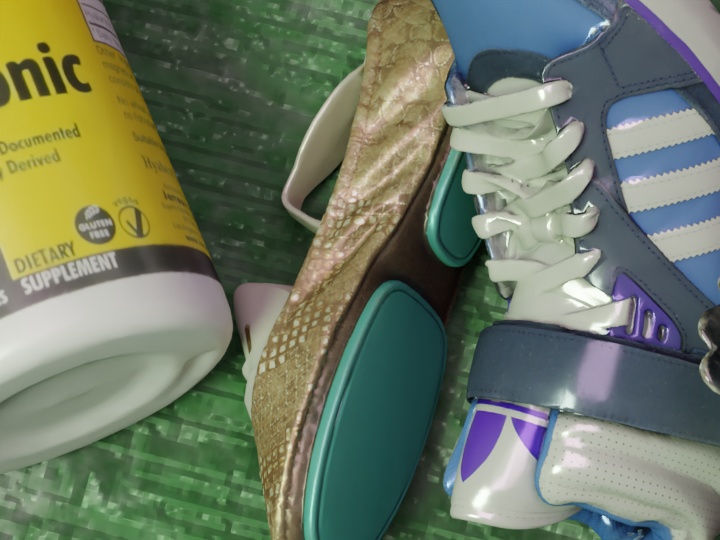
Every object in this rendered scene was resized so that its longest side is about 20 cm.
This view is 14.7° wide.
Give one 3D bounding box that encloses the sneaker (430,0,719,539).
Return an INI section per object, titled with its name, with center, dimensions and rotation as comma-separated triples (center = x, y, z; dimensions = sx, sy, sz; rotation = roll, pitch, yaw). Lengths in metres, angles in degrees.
[sneaker]
center = 0.058, -0.001, 0.811
dimensions = 0.200, 0.080, 0.147
rotation = 47, 65, -27

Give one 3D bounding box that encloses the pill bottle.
[pill bottle]
center = -0.123, -0.048, 0.840
dimensions = 0.111, 0.111, 0.201
rotation = -22, 73, -9

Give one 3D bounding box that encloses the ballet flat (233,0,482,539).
[ballet flat]
center = 0.000, 0.000, 0.863
dimensions = 0.065, 0.071, 0.201
rotation = 11, 66, 30

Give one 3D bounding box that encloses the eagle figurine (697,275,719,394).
[eagle figurine]
center = 0.175, 0.072, 0.790
dimensions = 0.199, 0.151, 0.152
rotation = 10, 71, 2
